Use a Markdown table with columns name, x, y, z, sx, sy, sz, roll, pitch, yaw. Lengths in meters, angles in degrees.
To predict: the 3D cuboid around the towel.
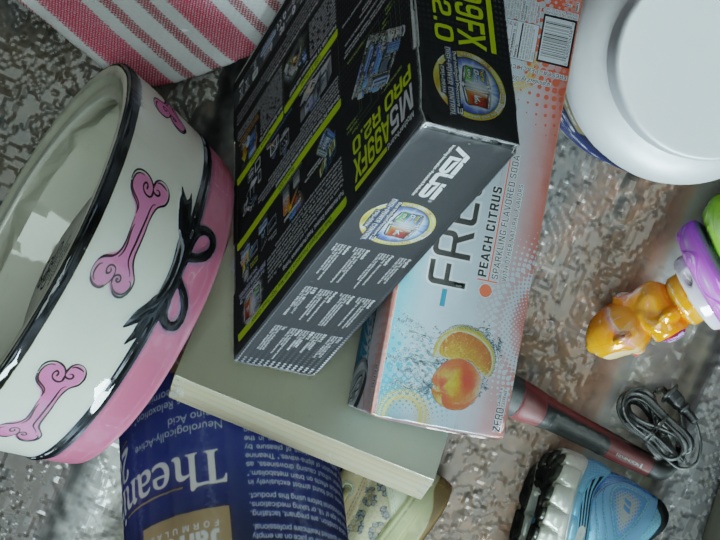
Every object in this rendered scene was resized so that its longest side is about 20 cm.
| name | x | y | z | sx | sy | sz | roll | pitch | yaw |
| --- | --- | --- | --- | --- | --- | --- | --- | --- | --- |
| towel | -0.066 | -0.154 | 0.787 | 0.198 | 0.146 | 0.030 | -16 | 60 | 20 |

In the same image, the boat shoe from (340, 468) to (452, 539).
| name | x | y | z | sx | sy | sz | roll | pitch | yaw |
| --- | --- | --- | --- | --- | --- | --- | --- | --- | --- |
| boat shoe | -0.034 | 0.175 | 0.889 | 0.063 | 0.073 | 0.200 | 40 | 85 | 1 |

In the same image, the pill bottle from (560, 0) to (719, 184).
| name | x | y | z | sx | sy | sz | roll | pitch | yaw |
| --- | --- | --- | --- | --- | --- | --- | --- | --- | --- |
| pill bottle | 0.145 | -0.099 | 0.783 | 0.109 | 0.200 | 0.113 | 0 | 97 | 0 |

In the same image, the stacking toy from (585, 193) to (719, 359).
| name | x | y | z | sx | sy | sz | roll | pitch | yaw |
| --- | --- | --- | --- | --- | --- | --- | --- | --- | --- |
| stacking toy | 0.202 | -0.007 | 0.854 | 0.199 | 0.116 | 0.110 | -32 | 93 | 15 |

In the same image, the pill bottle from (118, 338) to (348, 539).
| name | x | y | z | sx | sy | sz | roll | pitch | yaw |
| --- | --- | --- | --- | --- | --- | --- | --- | --- | --- |
| pill bottle | -0.061 | 0.127 | 0.812 | 0.109 | 0.111 | 0.202 | -9 | 61 | 1 |

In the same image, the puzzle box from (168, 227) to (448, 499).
| name | x | y | z | sx | sy | sz | roll | pitch | yaw |
| --- | --- | --- | --- | --- | --- | --- | --- | --- | --- |
| puzzle box | 0.000 | 0.000 | 0.824 | 0.132 | 0.025 | 0.202 | 22 | 57 | -2 |

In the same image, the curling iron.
| name | x | y | z | sx | sy | sz | roll | pitch | yaw |
| --- | --- | --- | --- | --- | --- | --- | --- | --- | --- |
| curling iron | 0.090 | 0.061 | 0.894 | 0.198 | 0.026 | 0.050 | 20 | 76 | 3 |

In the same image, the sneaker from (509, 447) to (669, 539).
| name | x | y | z | sx | sy | sz | roll | pitch | yaw |
| --- | --- | --- | --- | --- | --- | --- | --- | --- | --- |
| sneaker | 0.113 | 0.202 | 0.885 | 0.089 | 0.078 | 0.202 | 16 | 97 | -5 |

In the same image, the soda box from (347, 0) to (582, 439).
| name | x | y | z | sx | sy | sz | roll | pitch | yaw |
| --- | --- | --- | --- | --- | --- | --- | --- | --- | --- |
| soda box | 0.046 | -0.030 | 0.748 | 0.063 | 0.068 | 0.203 | 12 | 87 | -9 |

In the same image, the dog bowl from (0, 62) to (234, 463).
| name | x | y | z | sx | sy | sz | roll | pitch | yaw |
| --- | --- | --- | --- | --- | --- | --- | --- | --- | --- |
| dog bowl | -0.134 | 0.004 | 0.808 | 0.073 | 0.200 | 0.201 | 28 | 97 | -22 |

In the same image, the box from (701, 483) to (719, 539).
| name | x | y | z | sx | sy | sz | roll | pitch | yaw |
| --- | --- | --- | --- | --- | --- | --- | --- | --- | --- |
| box | 0.224 | 0.137 | 0.873 | 0.068 | 0.082 | 0.202 | 17 | 98 | -1 |

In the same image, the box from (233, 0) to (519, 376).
| name | x | y | z | sx | sy | sz | roll | pitch | yaw |
| --- | --- | --- | --- | --- | --- | --- | --- | --- | --- |
| box | -0.002 | -0.070 | 0.728 | 0.044 | 0.200 | 0.162 | 10 | 56 | -22 |
